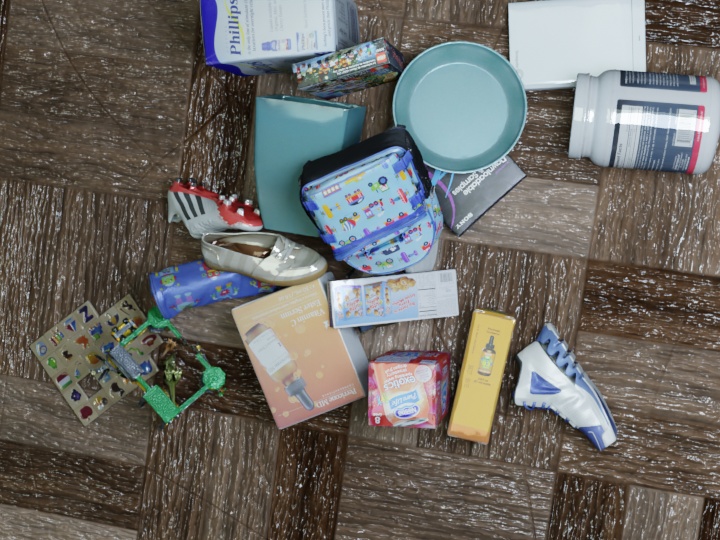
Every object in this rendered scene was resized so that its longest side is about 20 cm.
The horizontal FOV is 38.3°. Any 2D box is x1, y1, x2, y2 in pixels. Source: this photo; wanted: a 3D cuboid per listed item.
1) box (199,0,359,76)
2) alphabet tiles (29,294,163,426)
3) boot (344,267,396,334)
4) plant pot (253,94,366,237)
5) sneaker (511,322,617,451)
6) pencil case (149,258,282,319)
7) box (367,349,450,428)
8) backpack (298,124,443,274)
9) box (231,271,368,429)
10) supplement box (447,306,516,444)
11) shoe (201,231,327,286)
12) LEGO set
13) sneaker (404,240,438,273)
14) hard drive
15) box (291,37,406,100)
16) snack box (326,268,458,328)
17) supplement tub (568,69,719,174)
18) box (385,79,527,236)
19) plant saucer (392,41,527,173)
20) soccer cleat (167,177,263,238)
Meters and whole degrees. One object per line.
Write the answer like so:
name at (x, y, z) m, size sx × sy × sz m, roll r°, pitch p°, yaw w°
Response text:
box at (-0.116, -0.358, 1.559) m, size 0.200 × 0.184 × 0.105 m, roll -3°, pitch 94°, yaw 11°
alphabet tiles at (-0.433, 0.136, 1.732) m, size 0.200 × 0.008 × 0.167 m, roll -36°, pitch 86°, yaw 10°
boot at (0.000, 0.000, 1.599) m, size 0.097 × 0.075 × 0.200 m, roll -30°, pitch 88°, yaw -11°
plant pot at (-0.084, -0.159, 1.588) m, size 0.141 × 0.141 × 0.200 m, roll 9°, pitch 102°, yaw 10°
sneaker at (0.295, 0.191, 1.570) m, size 0.115 × 0.081 × 0.199 m, roll -34°, pitch 80°, yaw 14°
pencil case at (-0.229, 0.018, 1.629) m, size 0.200 × 0.087 × 0.078 m, roll -15°, pitch 57°, yaw -8°
box at (0.076, 0.173, 1.541) m, size 0.100 × 0.200 × 0.096 m, roll 1°, pitch 91°, yaw 10°
backpack at (0.025, -0.077, 1.473) m, size 0.183 × 0.135 × 0.200 m, roll -20°, pitch 116°, yaw 10°
box at (-0.085, 0.122, 1.616) m, size 0.152 × 0.106 × 0.200 m, roll -23°, pitch 88°, yaw 11°
supplement box at (0.186, 0.159, 1.589) m, size 0.067 × 0.069 × 0.200 m, roll 13°, pitch 97°, yaw 9°
shoe at (-0.148, -0.022, 1.562) m, size 0.200 × 0.070 × 0.053 m, roll 7°, pitch 138°, yaw 12°
LEGO set at (-0.322, 0.163, 1.675) m, size 0.200 × 0.116 × 0.154 m, roll 41°, pitch 66°, yaw -3°
sneaker at (0.051, -0.084, 1.606) m, size 0.116 × 0.074 × 0.200 m, roll 11°, pitch 119°, yaw 40°
hard drive at (0.324, -0.341, 1.557) m, size 0.200 × 0.027 × 0.132 m, roll -1°, pitch 92°, yaw 11°
box at (-0.011, -0.295, 1.533) m, size 0.137 × 0.200 × 0.038 m, roll -14°, pitch 92°, yaw 11°
snack box at (0.050, 0.042, 1.563) m, size 0.200 × 0.024 × 0.072 m, roll -5°, pitch 94°, yaw -16°
supplement tub at (0.406, -0.215, 1.491) m, size 0.200 × 0.140 × 0.140 m, roll 7°, pitch 94°, yaw 10°
box at (0.138, -0.171, 1.596) m, size 0.143 × 0.036 × 0.200 m, roll -43°, pitch 86°, yaw 10°
plant saucer at (0.148, -0.242, 1.555) m, size 0.200 × 0.036 × 0.200 m, roll 0°, pitch 85°, yaw 1°
soccer cleat at (-0.231, -0.084, 1.633) m, size 0.200 × 0.069 × 0.085 m, roll 23°, pitch 107°, yaw 32°
